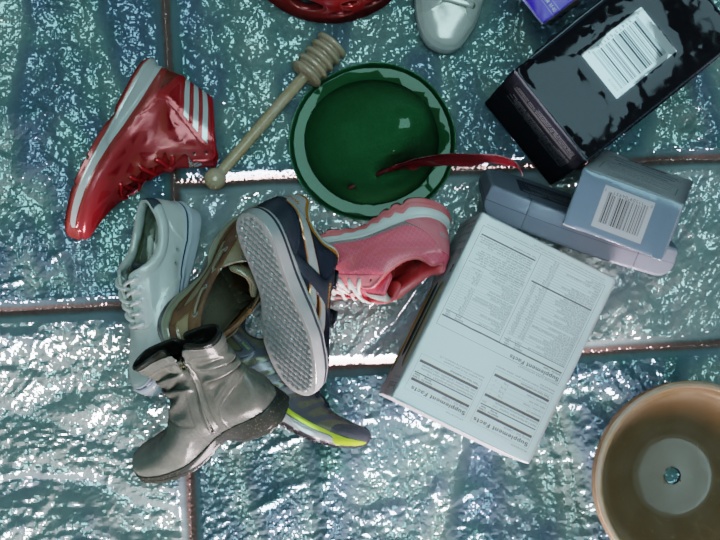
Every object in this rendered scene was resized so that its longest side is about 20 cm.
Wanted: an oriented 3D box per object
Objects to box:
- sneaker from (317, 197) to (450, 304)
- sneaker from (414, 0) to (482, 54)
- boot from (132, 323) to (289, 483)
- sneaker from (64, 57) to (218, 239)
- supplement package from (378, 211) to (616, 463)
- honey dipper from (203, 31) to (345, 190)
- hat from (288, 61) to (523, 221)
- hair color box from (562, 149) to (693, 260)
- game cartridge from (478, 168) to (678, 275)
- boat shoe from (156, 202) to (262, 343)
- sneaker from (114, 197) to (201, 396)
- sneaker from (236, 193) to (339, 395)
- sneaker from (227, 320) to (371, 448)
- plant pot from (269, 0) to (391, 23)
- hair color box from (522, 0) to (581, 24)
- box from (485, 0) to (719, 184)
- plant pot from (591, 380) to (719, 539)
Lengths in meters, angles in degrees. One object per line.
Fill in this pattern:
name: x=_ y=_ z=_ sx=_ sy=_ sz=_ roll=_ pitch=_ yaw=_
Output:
sneaker: x=0.000 y=0.000 z=1.690 sx=0.200 sy=0.074 sz=0.087 roll=-25 pitch=49 yaw=18
sneaker: x=0.103 y=-0.325 z=1.747 sx=0.073 sy=0.085 sz=0.200 roll=13 pitch=88 yaw=-6
boot: x=-0.177 y=0.124 z=1.656 sx=0.200 sy=0.068 sz=0.131 roll=-28 pitch=119 yaw=29
sneaker: x=-0.212 y=-0.106 z=1.714 sx=0.115 sy=0.078 sz=0.200 roll=26 pitch=87 yaw=-2
supplement package: x=0.132 y=0.068 z=1.693 sx=0.151 sy=0.152 sz=0.200 roll=26 pitch=86 yaw=-3
honey dipper: x=-0.092 y=-0.161 z=1.733 sx=0.038 sy=0.038 sz=0.200 roll=41 pitch=78 yaw=-2
hat: x=0.031 y=-0.141 z=1.683 sx=0.200 sy=0.176 sz=0.166 roll=-14 pitch=88 yaw=-5
hair color box: x=0.262 y=-0.067 z=1.645 sx=0.099 sy=0.200 sz=0.061 roll=21 pitch=104 yaw=9
game cartridge: x=0.217 y=-0.049 z=1.716 sx=0.200 sy=0.133 sz=0.042 roll=19 pitch=107 yaw=-3
boat shoe: x=-0.120 y=0.009 z=1.688 sx=0.076 sy=0.072 sz=0.200 roll=46 pitch=57 yaw=-23
sneaker: x=-0.214 y=0.024 z=1.701 sx=0.071 sy=0.073 sz=0.200 roll=17 pitch=74 yaw=-41
sneaker: x=-0.055 y=0.021 z=1.653 sx=0.079 sy=0.078 sz=0.200 roll=-32 pitch=120 yaw=-39
sneaker: x=-0.071 y=0.114 z=1.717 sx=0.200 sy=0.074 sz=0.081 roll=33 pitch=82 yaw=-4
plant pot: x=-0.028 y=-0.359 z=1.691 sx=0.200 sy=0.182 sz=0.201 roll=0 pitch=88 yaw=-3
hair color box: x=0.251 y=-0.331 z=1.718 sx=0.200 sy=0.109 sz=0.065 roll=-38 pitch=90 yaw=14
box: x=0.246 y=-0.198 z=1.692 sx=0.197 sy=0.200 sz=0.117 roll=-38 pitch=90 yaw=-5
plant pot: x=0.328 y=0.213 z=1.732 sx=0.201 sy=0.093 sz=0.201 roll=0 pitch=86 yaw=-5
